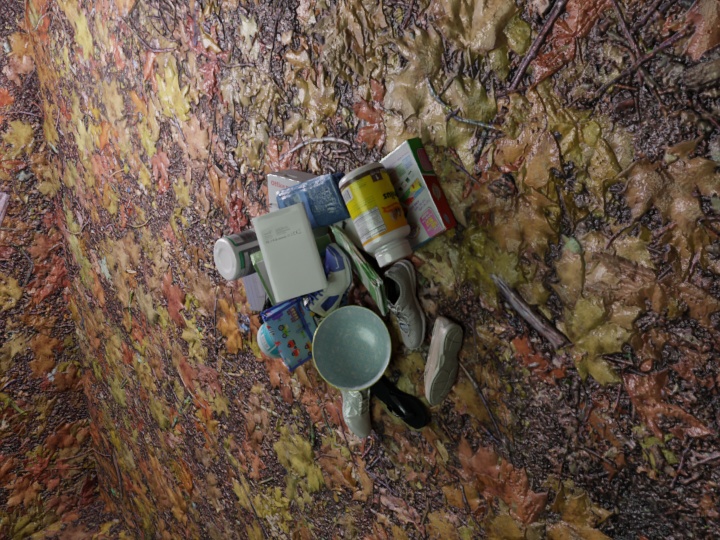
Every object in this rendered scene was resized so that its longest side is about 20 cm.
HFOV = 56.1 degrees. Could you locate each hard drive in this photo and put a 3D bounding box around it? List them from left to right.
[{"bbox_3d":[-0.164,-0.041,1.576,0.129,0.027,0.205,-15,95,12],"label":"hard drive"}]

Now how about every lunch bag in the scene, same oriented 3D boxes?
[{"bbox_3d":[-0.135,0.135,1.733,0.153,0.197,0.094,63,170,-13],"label":"lunch bag"}]

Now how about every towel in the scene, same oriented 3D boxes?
[{"bbox_3d":[-0.109,-0.155,1.579,0.196,0.048,0.114,-12,102,36],"label":"towel"},{"bbox_3d":[0.000,0.000,1.573,0.201,0.023,0.154,52,169,29],"label":"towel"}]

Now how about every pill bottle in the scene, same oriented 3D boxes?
[{"bbox_3d":[-0.281,-0.053,1.800,0.112,0.197,0.116,20,120,41],"label":"pill bottle"},{"bbox_3d":[-0.200,0.160,1.862,0.199,0.109,0.113,-38,77,48],"label":"pill bottle"},{"bbox_3d":[0.037,-0.115,1.427,0.108,0.108,0.204,-26,86,49],"label":"pill bottle"}]

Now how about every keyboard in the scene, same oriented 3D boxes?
[{"bbox_3d":[-0.244,0.057,1.857,0.039,0.105,0.202,22,120,-13],"label":"keyboard"}]

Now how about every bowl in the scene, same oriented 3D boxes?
[{"bbox_3d":[-0.013,0.197,1.653,0.202,0.198,0.108,53,178,18],"label":"bowl"}]

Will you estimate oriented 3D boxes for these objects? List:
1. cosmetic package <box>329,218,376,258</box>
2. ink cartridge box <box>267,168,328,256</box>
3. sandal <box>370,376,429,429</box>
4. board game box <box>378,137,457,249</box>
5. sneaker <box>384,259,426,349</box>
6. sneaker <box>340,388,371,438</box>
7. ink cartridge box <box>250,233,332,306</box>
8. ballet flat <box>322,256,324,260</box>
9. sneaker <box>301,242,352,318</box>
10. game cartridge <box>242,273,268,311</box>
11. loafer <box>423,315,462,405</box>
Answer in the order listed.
[{"bbox_3d":[-0.012,-0.114,1.590,0.198,0.050,0.084,35,129,35],"label":"cosmetic package"},{"bbox_3d":[-0.157,-0.142,1.713,0.143,0.083,0.206,19,118,40],"label":"ink cartridge box"},{"bbox_3d":[0.086,0.328,1.660,0.198,0.042,0.078,30,125,38],"label":"sandal"},{"bbox_3d":[0.106,-0.156,1.448,0.152,0.040,0.204,-29,83,50],"label":"board game box"},{"bbox_3d":[0.090,0.083,1.529,0.074,0.081,0.206,-5,101,48],"label":"sneaker"},{"bbox_3d":[-0.008,0.336,1.750,0.079,0.070,0.206,-14,94,46],"label":"sneaker"},{"bbox_3d":[-0.153,-0.010,1.661,0.048,0.196,0.148,-116,4,-51],"label":"ink cartridge box"},{"bbox_3d":[-0.150,0.028,1.788,0.200,0.066,0.069,-42,74,47],"label":"ballet flat"},{"bbox_3d":[-0.087,0.045,1.628,0.081,0.113,0.203,47,145,42],"label":"sneaker"},{"bbox_3d":[-0.303,0.019,1.981,0.128,0.038,0.206,-2,103,44],"label":"game cartridge"},{"bbox_3d":[0.178,0.198,1.499,0.063,0.070,0.205,41,128,51],"label":"loafer"}]
